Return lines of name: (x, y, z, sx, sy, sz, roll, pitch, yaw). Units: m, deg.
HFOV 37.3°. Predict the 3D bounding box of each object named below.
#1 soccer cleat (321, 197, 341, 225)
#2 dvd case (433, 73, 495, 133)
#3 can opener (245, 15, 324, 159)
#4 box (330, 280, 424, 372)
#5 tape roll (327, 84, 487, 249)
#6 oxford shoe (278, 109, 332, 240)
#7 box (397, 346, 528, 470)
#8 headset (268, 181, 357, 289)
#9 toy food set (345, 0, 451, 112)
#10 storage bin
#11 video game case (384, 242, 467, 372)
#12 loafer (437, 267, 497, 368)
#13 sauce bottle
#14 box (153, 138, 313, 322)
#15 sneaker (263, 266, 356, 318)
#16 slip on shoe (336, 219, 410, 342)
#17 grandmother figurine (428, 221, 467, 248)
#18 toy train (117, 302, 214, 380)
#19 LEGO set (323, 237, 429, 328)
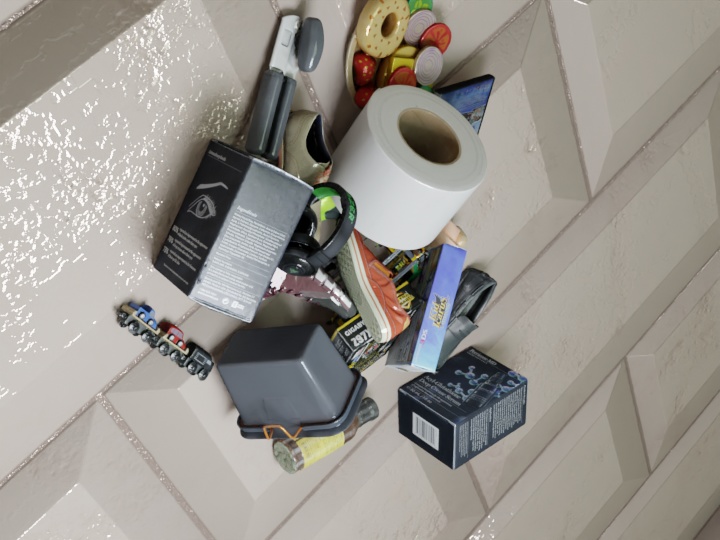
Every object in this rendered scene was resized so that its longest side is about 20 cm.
soccer cleat: (-0.011, -0.115, 1.644, 0.199, 0.068, 0.081, -15, 140, -40)
dvd case: (0.146, -0.215, 1.735, 0.142, 0.018, 0.201, -25, 140, -42)
can opener: (-0.101, -0.251, 1.460, 0.053, 0.067, 0.202, 14, 90, -49)
box: (0.003, 0.116, 1.704, 0.159, 0.049, 0.200, -32, 165, -32)
tape roll: (0.067, -0.151, 1.561, 0.202, 0.204, 0.139, -13, 154, -40)
oxford shoe: (-0.076, -0.128, 1.514, 0.070, 0.074, 0.202, -27, 113, -52)
box: (0.190, 0.251, 1.971, 0.199, 0.148, 0.108, -25, 128, -35)
headset: (-0.083, -0.037, 1.470, 0.199, 0.124, 0.094, -29, 136, 21)
toy food set: (0.057, -0.321, 1.605, 0.197, 0.048, 0.202, -6, 115, -44)
storage bin: (-0.115, 0.163, 1.578, 0.135, 0.199, 0.146, 62, 36, -32)
video game case: (0.105, 0.065, 1.741, 0.045, 0.181, 0.202, 17, 82, -9)
loafer: (0.179, 0.091, 1.933, 0.068, 0.070, 0.202, 32, 87, -48)
sauce bottle: (-0.052, 0.273, 1.800, 0.199, 0.065, 0.065, -24, 126, -34)
box: (-0.172, -0.056, 1.425, 0.104, 0.148, 0.201, 24, 94, -34)
sneaker: (-0.107, 0.026, 1.580, 0.200, 0.076, 0.116, 44, 90, -12)
slip on shoe: (0.014, 0.010, 1.591, 0.061, 0.201, 0.074, -18, 162, -23)
grandmother figurine: (0.110, -0.079, 1.753, 0.121, 0.061, 0.200, -39, 149, 14)
toy train: (-0.271, 0.098, 1.508, 0.046, 0.034, 0.200, -57, 139, -11)
LEGO set: (0.000, 0.000, 1.697, 0.200, 0.116, 0.154, -42, 167, 0)
